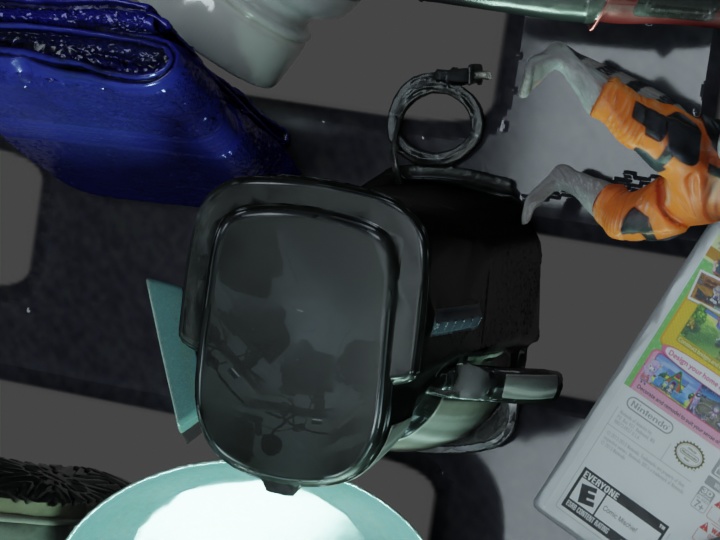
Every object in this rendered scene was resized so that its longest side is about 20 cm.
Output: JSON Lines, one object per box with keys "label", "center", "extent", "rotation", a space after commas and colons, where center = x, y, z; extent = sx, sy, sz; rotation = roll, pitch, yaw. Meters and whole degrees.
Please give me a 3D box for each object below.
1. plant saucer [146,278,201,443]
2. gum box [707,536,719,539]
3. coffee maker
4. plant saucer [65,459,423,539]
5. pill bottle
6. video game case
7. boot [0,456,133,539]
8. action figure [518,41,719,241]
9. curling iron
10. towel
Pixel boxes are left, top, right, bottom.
{"label": "plant saucer", "center": [-0.088, 0.046, 1.201], "extent": [0.019, 0.200, 0.070], "rotation": [-13, 85, -4]}
{"label": "gum box", "center": [0.143, 0.197, 1.157], "extent": [0.199, 0.066, 0.114], "rotation": [-21, 88, 27]}
{"label": "coffee maker", "center": [0.000, 0.000, 1.158], "extent": [0.134, 0.200, 0.194], "rotation": [-16, 84, 19]}
{"label": "plant saucer", "center": [-0.056, 0.159, 1.224], "extent": [0.199, 0.039, 0.202], "rotation": [0, 126, 0]}
{"label": "pill bottle", "center": [-0.023, -0.198, 1.214], "extent": [0.113, 0.113, 0.200], "rotation": [40, 103, 16]}
{"label": "video game case", "center": [0.210, 0.095, 1.175], "extent": [0.199, 0.022, 0.183], "rotation": [35, 101, 18]}
{"label": "boot", "center": [-0.188, 0.199, 1.246], "extent": [0.072, 0.181, 0.201], "rotation": [26, 95, 36]}
{"label": "action figure", "center": [0.172, -0.067, 1.118], "extent": [0.192, 0.105, 0.201], "rotation": [12, 136, 12]}
{"label": "curling iron", "center": [0.116, -0.124, 1.157], "extent": [0.198, 0.050, 0.026], "rotation": [3, 82, -10]}
{"label": "towel", "center": [-0.121, -0.084, 1.209], "extent": [0.147, 0.200, 0.050], "rotation": [8, 76, 19]}
